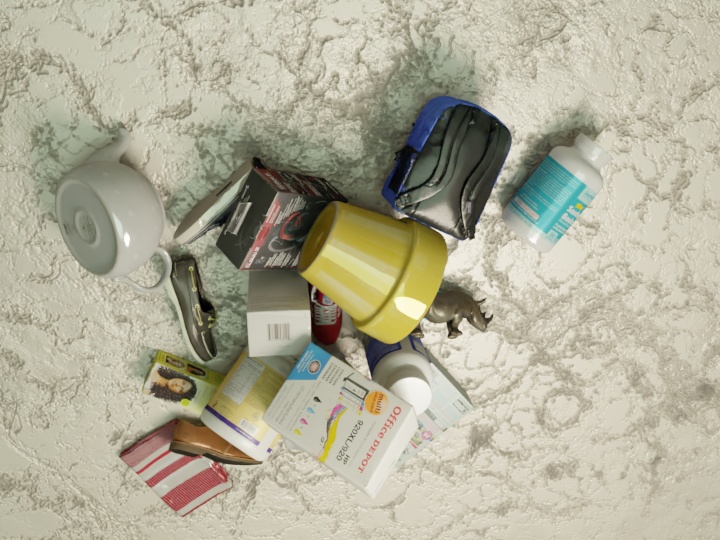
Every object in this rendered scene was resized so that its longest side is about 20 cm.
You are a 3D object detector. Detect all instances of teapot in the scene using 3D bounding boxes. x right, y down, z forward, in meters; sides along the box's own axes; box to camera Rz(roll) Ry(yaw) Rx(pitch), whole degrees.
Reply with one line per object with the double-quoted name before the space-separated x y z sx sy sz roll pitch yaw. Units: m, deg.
"teapot" -0.385 -0.088 1.223 0.197 0.146 0.201 42 130 16

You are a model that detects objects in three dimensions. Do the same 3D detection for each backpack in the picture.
"backpack" 0.136 -0.183 1.235 0.161 0.168 0.202 20 106 -24

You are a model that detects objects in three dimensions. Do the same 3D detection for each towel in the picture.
"towel" -0.366 0.402 1.512 0.143 0.023 0.201 -32 114 8

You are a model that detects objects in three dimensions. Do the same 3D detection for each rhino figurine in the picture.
"rhino figurine" 0.169 0.079 1.391 0.197 0.060 0.089 3 75 -28

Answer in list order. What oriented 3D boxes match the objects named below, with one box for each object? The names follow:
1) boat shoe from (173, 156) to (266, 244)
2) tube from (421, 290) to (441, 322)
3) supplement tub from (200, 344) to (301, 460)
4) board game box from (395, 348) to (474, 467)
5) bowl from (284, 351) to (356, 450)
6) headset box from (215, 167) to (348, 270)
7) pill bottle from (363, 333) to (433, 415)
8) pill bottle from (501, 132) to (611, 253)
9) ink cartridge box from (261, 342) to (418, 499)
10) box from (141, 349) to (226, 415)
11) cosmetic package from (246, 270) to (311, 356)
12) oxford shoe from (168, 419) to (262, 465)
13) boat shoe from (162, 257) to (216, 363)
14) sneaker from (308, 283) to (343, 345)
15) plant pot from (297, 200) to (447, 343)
"boat shoe" -0.218 -0.093 1.279 0.199 0.075 0.093 -39 119 10
"tube" 0.095 0.011 1.388 0.077 0.051 0.201 -25 121 6
"supplement tub" -0.177 0.221 1.356 0.145 0.145 0.201 40 75 -22
"board game box" 0.102 0.274 1.494 0.199 0.064 0.148 -39 112 9
"bowl" -0.050 0.259 1.383 0.090 0.201 0.203 27 112 18
"headset box" -0.133 -0.080 1.233 0.199 0.075 0.150 -2 127 -53
"pill bottle" 0.070 0.177 1.370 0.110 0.201 0.114 -3 115 -6
"pill bottle" 0.346 -0.138 1.315 0.110 0.111 0.201 31 107 -19
"ink cartridge box" -0.026 0.242 1.205 0.198 0.145 0.148 29 75 17
"box" -0.306 0.226 1.425 0.198 0.050 0.076 24 109 -17
"cosmetic package" -0.140 0.060 1.289 0.106 0.200 0.086 -2 113 -4
"oxford shoe" -0.273 0.339 1.475 0.199 0.072 0.071 26 149 -31
"boat shoe" -0.292 0.074 1.346 0.060 0.072 0.204 -15 113 4
"sneaker" -0.059 0.063 1.349 0.070 0.113 0.203 -4 115 -7
"plant pot" 0.008 -0.012 1.209 0.187 0.201 0.202 27 108 -18
